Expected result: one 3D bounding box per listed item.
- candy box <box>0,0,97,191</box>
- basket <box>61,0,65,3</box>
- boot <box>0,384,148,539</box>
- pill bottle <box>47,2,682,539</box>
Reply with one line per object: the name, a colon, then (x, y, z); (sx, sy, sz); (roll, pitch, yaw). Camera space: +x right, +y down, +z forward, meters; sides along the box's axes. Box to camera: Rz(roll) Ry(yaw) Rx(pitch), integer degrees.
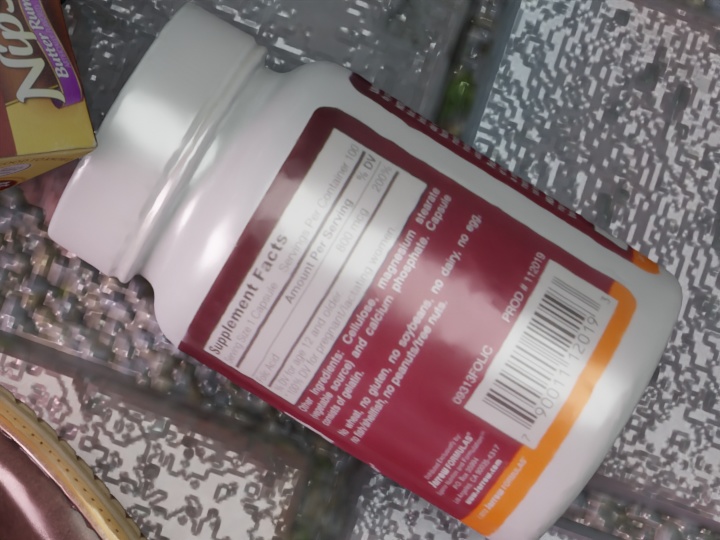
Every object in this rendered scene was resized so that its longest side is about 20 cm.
candy box: (-0.180, -0.066, 0.833); (0.056, 0.200, 0.117); (-11, 85, -46)
basket: (-0.148, -0.196, 0.876); (0.200, 0.136, 0.180); (42, 58, -6)
boot: (-0.130, 0.159, 0.870); (0.166, 0.072, 0.200); (-34, 92, -10)
pill bottle: (0.000, 0.000, 0.879); (0.200, 0.114, 0.114); (32, 82, -1)
